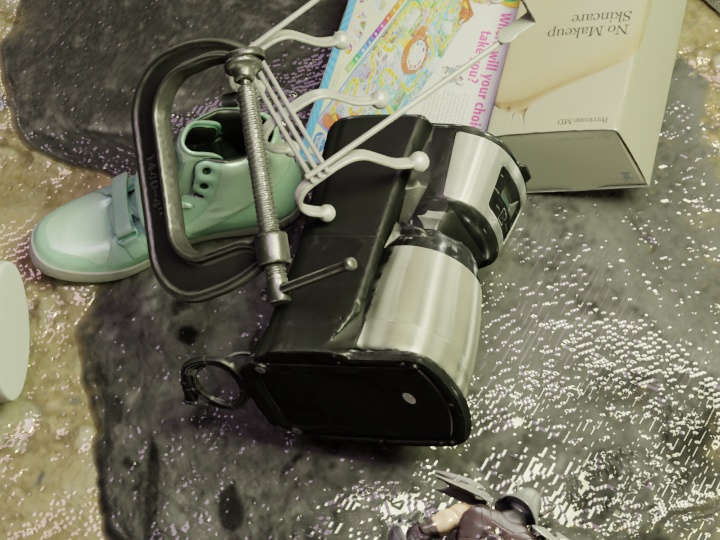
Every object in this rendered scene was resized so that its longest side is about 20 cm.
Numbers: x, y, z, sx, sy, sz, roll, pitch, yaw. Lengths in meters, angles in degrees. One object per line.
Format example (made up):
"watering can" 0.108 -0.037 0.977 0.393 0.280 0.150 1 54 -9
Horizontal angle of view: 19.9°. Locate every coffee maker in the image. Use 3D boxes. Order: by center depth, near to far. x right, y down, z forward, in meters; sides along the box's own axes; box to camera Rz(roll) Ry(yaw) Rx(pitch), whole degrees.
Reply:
"coffee maker" 0.000 0.000 1.355 0.191 0.135 0.200 14 56 3

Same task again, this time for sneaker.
"sneaker" -0.143 -0.062 1.423 0.200 0.118 0.074 -16 60 -2

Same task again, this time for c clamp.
"c clamp" -0.081 -0.064 1.323 0.171 0.027 0.201 -26 70 38

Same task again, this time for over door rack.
"over door rack" 0.017 -0.141 1.336 0.200 0.067 0.148 -43 48 14

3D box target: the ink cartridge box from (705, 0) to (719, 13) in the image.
"ink cartridge box" 0.374 -0.220 1.507 0.200 0.043 0.196 -37 62 -14

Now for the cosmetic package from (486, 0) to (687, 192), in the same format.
"cosmetic package" 0.166 -0.158 1.460 0.103 0.073 0.200 -2 56 28

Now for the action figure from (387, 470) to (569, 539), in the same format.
"action figure" 0.060 0.209 1.276 0.130 0.069 0.200 24 61 26

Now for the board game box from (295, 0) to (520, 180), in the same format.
"board game box" 0.044 -0.142 1.500 0.134 0.034 0.200 11 61 12

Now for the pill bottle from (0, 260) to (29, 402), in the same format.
"pill bottle" -0.332 0.045 1.384 0.199 0.114 0.114 -2 59 4
